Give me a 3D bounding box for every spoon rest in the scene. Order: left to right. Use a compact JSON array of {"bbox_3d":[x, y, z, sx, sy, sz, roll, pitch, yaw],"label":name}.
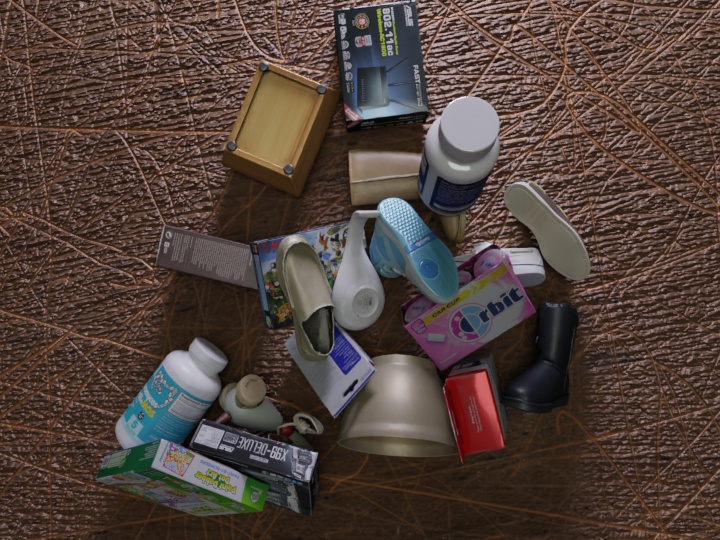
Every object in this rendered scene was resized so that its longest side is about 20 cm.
[{"bbox_3d":[0.000,0.000,0.882,0.097,0.060,0.205,-2,105,-25],"label":"spoon rest"}]

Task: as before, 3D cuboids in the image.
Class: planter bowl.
[{"bbox_3d":[0.065,0.219,0.871,0.195,0.201,0.138,5,64,1],"label":"planter bowl"}]

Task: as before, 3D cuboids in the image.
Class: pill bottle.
[{"bbox_3d":[-0.311,0.215,0.905,0.110,0.111,0.201,37,88,2],"label":"pill bottle"},{"bbox_3d":[0.147,-0.169,0.807,0.108,0.200,0.114,0,75,1],"label":"pill bottle"}]

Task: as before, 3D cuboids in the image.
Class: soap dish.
[{"bbox_3d":[-0.141,-0.254,0.933,0.154,0.081,0.204,22,87,2],"label":"soap dish"}]

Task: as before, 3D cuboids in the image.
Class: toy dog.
[{"bbox_3d":[-0.168,0.268,0.898,0.198,0.133,0.097,33,47,9],"label":"toy dog"}]

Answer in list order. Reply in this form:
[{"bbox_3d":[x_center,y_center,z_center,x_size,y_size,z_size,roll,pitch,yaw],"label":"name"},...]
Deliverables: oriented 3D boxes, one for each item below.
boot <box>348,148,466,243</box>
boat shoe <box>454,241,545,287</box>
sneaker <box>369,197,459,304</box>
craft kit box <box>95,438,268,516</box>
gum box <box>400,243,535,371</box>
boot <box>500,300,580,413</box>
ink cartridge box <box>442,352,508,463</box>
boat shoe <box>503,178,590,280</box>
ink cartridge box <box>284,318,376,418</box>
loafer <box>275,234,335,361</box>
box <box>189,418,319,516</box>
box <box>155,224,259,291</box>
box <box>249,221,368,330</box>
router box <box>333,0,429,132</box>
[{"bbox_3d":[0.080,-0.129,0.936,0.195,0.066,0.180,-3,76,0],"label":"boot"},{"bbox_3d":[0.219,-0.013,0.932,0.195,0.071,0.071,-2,61,5],"label":"boat shoe"},{"bbox_3d":[0.083,-0.008,0.886,0.078,0.132,0.202,-18,62,-24],"label":"sneaker"},{"bbox_3d":[-0.277,0.329,0.831,0.196,0.198,0.049,35,48,-32],"label":"craft kit box"},{"bbox_3d":[0.178,0.060,0.879,0.198,0.067,0.114,-35,114,15],"label":"gum box"},{"bbox_3d":[0.296,0.136,0.872,0.075,0.198,0.173,6,89,41],"label":"boot"},{"bbox_3d":[0.186,0.210,0.847,0.066,0.200,0.119,-15,88,17],"label":"ink cartridge box"},{"bbox_3d":[0.329,-0.075,0.925,0.201,0.059,0.072,50,130,4],"label":"boat shoe"},{"bbox_3d":[-0.047,0.148,0.876,0.100,0.200,0.039,-46,131,0],"label":"ink cartridge box"},{"bbox_3d":[-0.075,0.044,0.823,0.075,0.068,0.205,-20,103,-30],"label":"loafer"},{"bbox_3d":[-0.165,0.323,0.869,0.195,0.160,0.050,14,49,8],"label":"box"},{"bbox_3d":[-0.234,-0.017,0.918,0.195,0.100,0.077,12,88,2],"label":"box"},{"bbox_3d":[-0.075,0.003,0.885,0.197,0.037,0.140,-15,100,-31],"label":"box"},{"bbox_3d":[0.035,-0.357,0.942,0.146,0.062,0.205,-7,88,0],"label":"router box"}]
